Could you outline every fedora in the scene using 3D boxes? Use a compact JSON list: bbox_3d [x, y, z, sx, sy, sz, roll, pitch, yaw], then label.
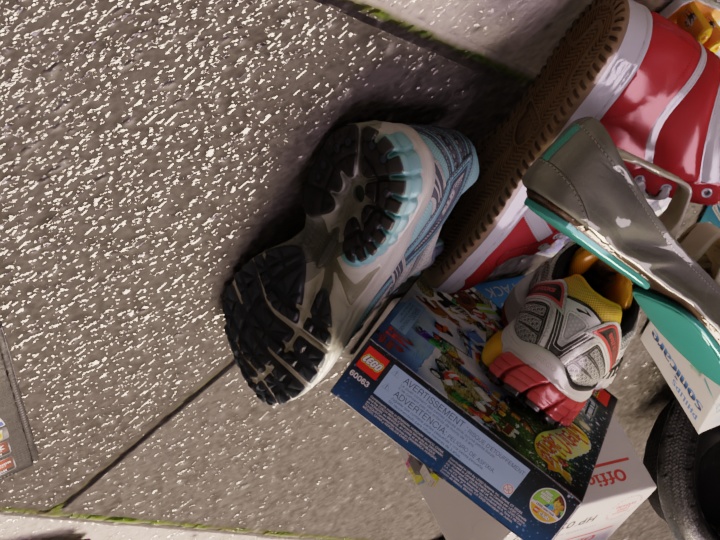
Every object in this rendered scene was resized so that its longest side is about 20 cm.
[{"bbox_3d":[0.275,0.131,1.771,0.199,0.202,0.091,-13,-174,-33],"label":"fedora"}]

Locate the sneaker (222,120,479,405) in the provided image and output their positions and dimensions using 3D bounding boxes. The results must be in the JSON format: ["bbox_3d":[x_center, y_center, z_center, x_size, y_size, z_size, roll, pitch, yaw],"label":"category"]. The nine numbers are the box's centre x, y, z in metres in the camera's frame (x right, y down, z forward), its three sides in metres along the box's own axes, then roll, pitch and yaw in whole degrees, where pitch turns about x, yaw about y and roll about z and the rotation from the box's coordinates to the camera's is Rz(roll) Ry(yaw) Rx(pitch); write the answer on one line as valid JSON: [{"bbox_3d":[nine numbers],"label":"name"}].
[{"bbox_3d":[0.000,0.000,1.265,0.086,0.078,0.200,-11,150,-42],"label":"sneaker"}]

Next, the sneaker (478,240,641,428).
[{"bbox_3d":[0.126,0.023,1.323,0.082,0.078,0.200,-53,-179,16],"label":"sneaker"}]

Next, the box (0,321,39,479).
[{"bbox_3d":[-0.264,0.087,1.173,0.199,0.044,0.161,-24,155,-13],"label":"box"}]

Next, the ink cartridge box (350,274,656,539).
[{"bbox_3d":[0.093,0.107,1.418,0.115,0.201,0.068,-10,150,-37],"label":"ink cartridge box"}]

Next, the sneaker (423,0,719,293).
[{"bbox_3d":[0.123,-0.047,1.267,0.112,0.072,0.200,22,126,-24],"label":"sneaker"}]

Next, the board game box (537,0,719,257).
[{"bbox_3d":[0.164,-0.068,1.377,0.200,0.026,0.199,-42,153,23],"label":"board game box"}]

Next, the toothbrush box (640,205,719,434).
[{"bbox_3d":[0.288,0.006,1.583,0.146,0.086,0.200,-19,155,-22],"label":"toothbrush box"}]

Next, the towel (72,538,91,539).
[{"bbox_3d":[-0.259,0.226,1.432,0.199,0.023,0.144,-3,129,-46],"label":"towel"}]

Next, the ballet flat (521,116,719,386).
[{"bbox_3d":[0.159,-0.008,1.222,0.200,0.067,0.064,41,85,-37],"label":"ballet flat"}]

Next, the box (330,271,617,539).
[{"bbox_3d":[0.067,0.068,1.296,0.038,0.136,0.200,-54,178,17],"label":"box"}]
